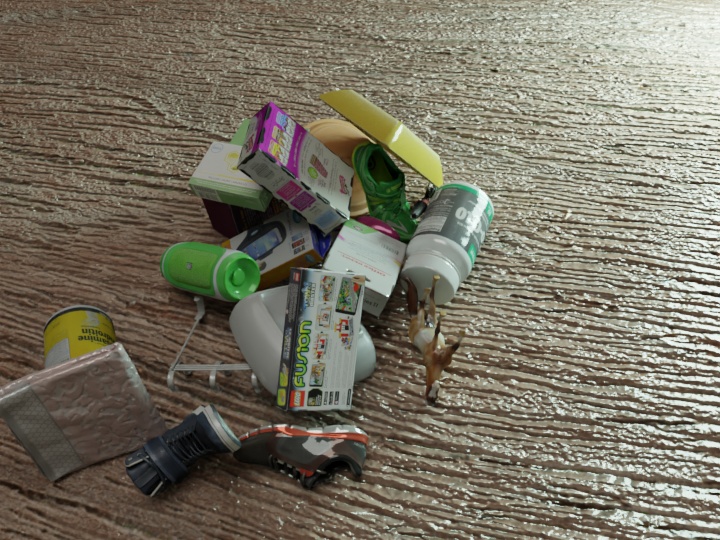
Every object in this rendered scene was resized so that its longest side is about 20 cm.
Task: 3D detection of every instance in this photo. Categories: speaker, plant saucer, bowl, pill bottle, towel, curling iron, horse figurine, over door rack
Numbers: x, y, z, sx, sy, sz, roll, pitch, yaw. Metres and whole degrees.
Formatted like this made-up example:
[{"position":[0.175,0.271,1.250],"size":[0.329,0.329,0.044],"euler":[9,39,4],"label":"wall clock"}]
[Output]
[{"position":[-0.257,0.000,1.334],"size":[0.200,0.089,0.088],"euler":[10,47,46],"label":"speaker"},{"position":[0.048,-0.239,1.379],"size":[0.048,0.200,0.200],"euler":[-53,53,6],"label":"plant saucer"},{"position":[-0.084,0.092,1.225],"size":[0.200,0.075,0.200],"euler":[-11,47,-32],"label":"bowl"},{"position":[0.145,-0.046,1.334],"size":[0.113,0.113,0.200],"euler":[14,53,19],"label":"pill bottle"},{"position":[-0.433,0.156,1.235],"size":[0.112,0.112,0.200],"euler":[-20,44,-9],"label":"pill bottle"},{"position":[-0.398,0.209,1.135],"size":[0.191,0.200,0.032],"euler":[-21,41,-9],"label":"towel"},{"position":[0.109,-0.123,1.398],"size":[0.026,0.050,0.200],"euler":[21,24,9],"label":"curling iron"},{"position":[-0.038,-0.193,1.469],"size":[0.200,0.032,0.201],"euler":[8,69,-22],"label":"plant saucer"},{"position":[0.108,0.095,1.226],"size":[0.050,0.133,0.200],"euler":[0,37,-19],"label":"horse figurine"},{"position":[-0.214,0.124,1.278],"size":[0.148,0.067,0.200],"euler":[-1,37,6],"label":"over door rack"}]

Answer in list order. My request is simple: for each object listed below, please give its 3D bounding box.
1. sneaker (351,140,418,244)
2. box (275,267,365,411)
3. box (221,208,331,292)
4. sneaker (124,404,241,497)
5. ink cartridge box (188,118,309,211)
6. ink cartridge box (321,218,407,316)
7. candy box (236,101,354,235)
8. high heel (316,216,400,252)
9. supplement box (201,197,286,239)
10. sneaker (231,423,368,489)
[{"position":[0.046,-0.133,1.390],"size":[0.074,0.200,0.084],"euler":[-30,10,-13],"label":"sneaker"},{"position":[-0.056,0.099,1.130],"size":[0.110,0.200,0.035],"euler":[6,2,-33],"label":"box"},{"position":[-0.147,-0.039,1.375],"size":[0.200,0.041,0.119],"euler":[-27,48,15],"label":"box"},{"position":[-0.249,0.256,1.099],"size":[0.146,0.202,0.077],"euler":[-36,93,-21],"label":"sneaker"},{"position":[-0.196,-0.205,1.408],"size":[0.145,0.048,0.200],"euler":[13,61,21],"label":"ink cartridge box"},{"position":[0.000,0.000,1.274],"size":[0.117,0.067,0.200],"euler":[25,27,0],"label":"ink cartridge box"},{"position":[-0.103,-0.170,1.324],"size":[0.061,0.200,0.136],"euler":[-34,33,33],"label":"candy box"},{"position":[-0.033,-0.051,1.389],"size":[0.200,0.067,0.096],"euler":[13,42,25],"label":"high heel"},{"position":[-0.195,-0.159,1.485],"size":[0.086,0.110,0.200],"euler":[28,58,29],"label":"supplement box"},{"position":[-0.089,0.268,1.124],"size":[0.200,0.077,0.082],"euler":[-5,58,8],"label":"sneaker"}]
